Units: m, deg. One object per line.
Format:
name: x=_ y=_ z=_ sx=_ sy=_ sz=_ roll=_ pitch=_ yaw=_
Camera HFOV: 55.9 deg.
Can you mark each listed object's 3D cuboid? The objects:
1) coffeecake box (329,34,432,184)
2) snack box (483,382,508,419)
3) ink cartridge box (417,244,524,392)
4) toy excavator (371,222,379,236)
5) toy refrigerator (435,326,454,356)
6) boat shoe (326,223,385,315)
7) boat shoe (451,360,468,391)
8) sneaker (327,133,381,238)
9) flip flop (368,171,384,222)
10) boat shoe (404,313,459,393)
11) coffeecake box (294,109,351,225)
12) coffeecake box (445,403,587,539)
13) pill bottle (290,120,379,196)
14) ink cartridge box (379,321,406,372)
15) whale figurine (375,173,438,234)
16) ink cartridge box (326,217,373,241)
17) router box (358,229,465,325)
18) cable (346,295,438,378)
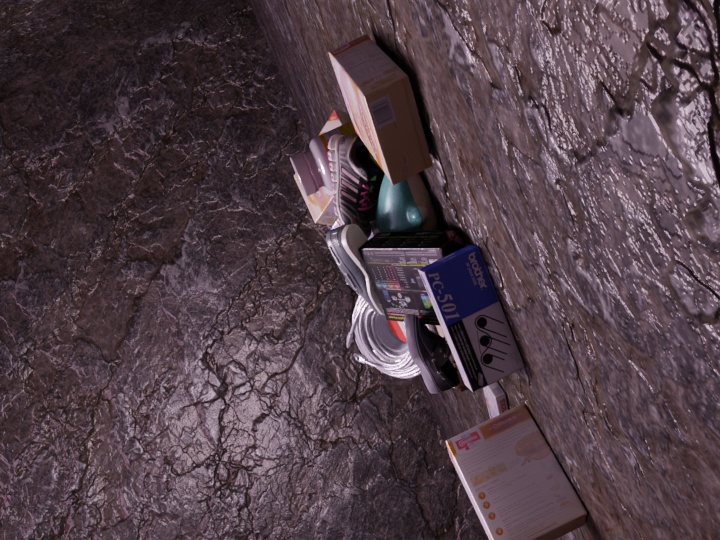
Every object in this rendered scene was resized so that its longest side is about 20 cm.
coffeecake box: x=0.029 y=-0.257 z=1.069 sx=0.201 sy=0.072 sz=0.155 roll=-117 pitch=3 yaw=-51
snack box: x=0.278 y=0.287 z=1.369 sx=0.072 sy=0.024 sz=0.202 roll=-119 pitch=6 yaw=-49
ink cartridge box: x=0.170 y=0.073 z=1.041 sx=0.044 sy=0.093 sz=0.203 roll=-143 pitch=29 yaw=-80
toy excavator: x=0.122 y=-0.017 z=1.379 sx=0.200 sy=0.099 sz=0.196 roll=50 pitch=-172 yaw=-45
toy refrigerator: x=0.188 y=0.110 z=1.174 sx=0.201 sy=0.075 sz=0.071 roll=-119 pitch=5 yaw=-62
boat shoe: x=0.000 y=0.000 z=1.241 sx=0.073 sy=0.061 sz=0.202 roll=-58 pitch=-48 yaw=-38
boat shoe: x=0.222 y=0.230 z=1.509 sx=0.200 sy=0.069 sz=0.071 roll=82 pitch=162 yaw=-82
sneaker: x=-0.001 y=-0.153 z=1.229 sx=0.073 sy=0.086 sz=0.205 roll=-13 pitch=-86 yaw=-61
flip flop: x=0.019 y=-0.149 z=1.362 sx=0.082 sy=0.057 sz=0.200 roll=53 pitch=-143 yaw=-12
boat shoe: x=0.128 y=0.144 z=1.173 sx=0.071 sy=0.065 sz=0.202 roll=-84 pitch=-23 yaw=-48
coffeecake box: x=-0.054 y=-0.229 z=1.538 sx=0.201 sy=0.072 sz=0.155 roll=-52 pitch=50 yaw=34
coffeecake box: x=0.252 y=0.348 z=1.119 sx=0.074 sy=0.151 sz=0.202 roll=71 pitch=175 yaw=-55
pill bottle: x=-0.033 y=-0.224 z=1.326 sx=0.111 sy=0.197 sz=0.113 roll=156 pitch=89 yaw=-87
ink cartridge box: x=0.100 y=0.105 z=1.457 sx=0.051 sy=0.197 sz=0.163 roll=69 pitch=175 yaw=-49
whale figurine: x=0.067 y=-0.128 z=1.209 sx=0.160 sy=0.102 sz=0.202 roll=-117 pitch=6 yaw=-50
ink cartridge box: x=0.008 y=-0.095 z=1.479 sx=0.119 sy=0.201 sz=0.042 roll=37 pitch=-145 yaw=4
router box: x=0.104 y=0.013 z=1.155 sx=0.198 sy=0.062 sz=0.152 roll=3 pitch=121 yaw=47
cable: x=0.072 y=0.115 z=1.344 sx=0.198 sy=0.069 sz=0.204 roll=28 pitch=122 yaw=29
